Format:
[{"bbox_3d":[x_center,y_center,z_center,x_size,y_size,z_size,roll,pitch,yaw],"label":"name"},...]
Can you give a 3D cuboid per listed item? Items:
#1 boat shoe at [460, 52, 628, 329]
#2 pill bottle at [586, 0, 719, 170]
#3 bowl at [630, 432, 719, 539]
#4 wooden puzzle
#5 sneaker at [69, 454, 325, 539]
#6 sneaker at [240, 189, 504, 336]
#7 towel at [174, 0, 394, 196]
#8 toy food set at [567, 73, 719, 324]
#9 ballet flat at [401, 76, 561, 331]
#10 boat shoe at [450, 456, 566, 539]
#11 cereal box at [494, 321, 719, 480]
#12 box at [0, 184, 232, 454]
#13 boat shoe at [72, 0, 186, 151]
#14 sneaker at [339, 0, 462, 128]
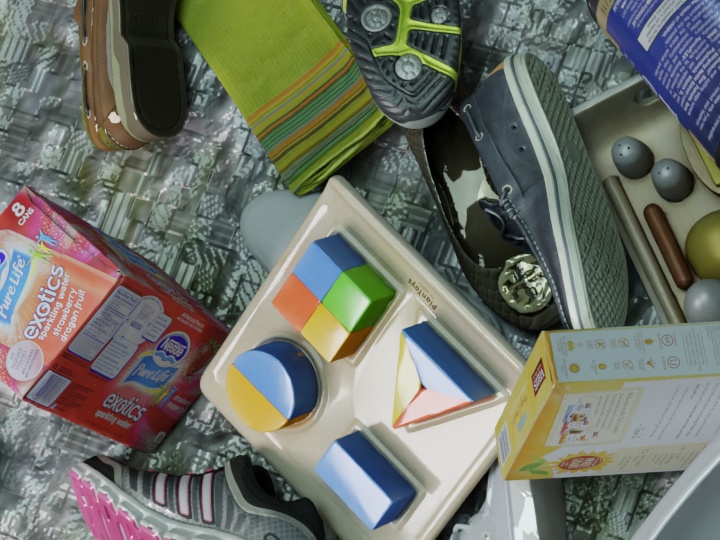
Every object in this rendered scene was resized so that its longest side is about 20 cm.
[{"bbox_3d":[0.109,-0.037,1.615,0.062,0.075,0.200,-29,62,23],"label":"boat shoe"},{"bbox_3d":[0.230,-0.119,1.557,0.112,0.112,0.200,-39,67,7],"label":"pill bottle"},{"bbox_3d":[0.232,0.185,1.501,0.200,0.075,0.200,35,95,-17],"label":"bowl"},{"bbox_3d":[-0.004,0.073,1.615,0.185,0.046,0.200,45,126,18],"label":"wooden puzzle"},{"bbox_3d":[-0.098,0.154,1.679,0.200,0.074,0.087,18,47,42],"label":"sneaker"},{"bbox_3d":[0.000,0.000,1.678,0.200,0.080,0.071,31,90,27],"label":"sneaker"},{"bbox_3d":[-0.055,-0.142,1.755,0.086,0.018,0.200,-39,56,7],"label":"towel"},{"bbox_3d":[0.222,-0.041,1.613,0.143,0.060,0.200,-28,68,12],"label":"toy food set"},{"bbox_3d":[0.073,-0.051,1.681,0.067,0.046,0.200,-30,67,12],"label":"ballet flat"},{"bbox_3d":[0.086,0.177,1.608,0.068,0.072,0.200,-7,82,19],"label":"boat shoe"},{"bbox_3d":[0.186,0.072,1.508,0.200,0.144,0.040,-3,64,-11],"label":"cereal box"},{"bbox_3d":[-0.168,0.034,1.666,0.095,0.200,0.100,41,92,23],"label":"box"},{"bbox_3d":[-0.162,-0.179,1.790,0.068,0.072,0.200,-12,71,42],"label":"boat shoe"},{"bbox_3d":[0.025,-0.169,1.701,0.075,0.076,0.200,-15,57,3],"label":"sneaker"}]
